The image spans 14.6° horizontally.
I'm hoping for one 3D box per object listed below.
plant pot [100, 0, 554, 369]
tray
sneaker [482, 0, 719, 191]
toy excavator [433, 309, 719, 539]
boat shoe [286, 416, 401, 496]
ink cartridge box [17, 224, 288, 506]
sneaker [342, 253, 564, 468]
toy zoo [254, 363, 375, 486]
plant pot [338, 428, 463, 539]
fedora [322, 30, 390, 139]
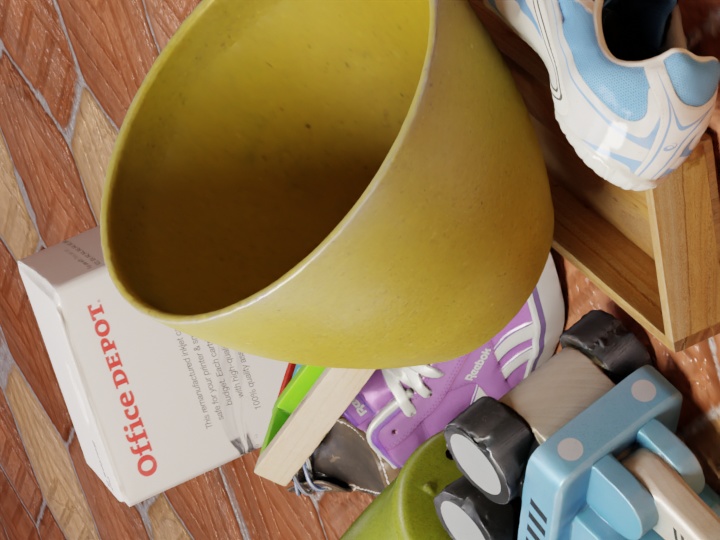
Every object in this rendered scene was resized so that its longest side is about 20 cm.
[{"bbox_3d":[0.004,-0.036,1.242,0.142,0.200,0.200,34,-174,-36],"label":"plant pot"},{"bbox_3d":[0.099,-0.054,1.271,0.200,0.037,0.099,44,152,51],"label":"tray"},{"bbox_3d":[0.095,-0.113,1.172,0.073,0.072,0.200,-53,39,22],"label":"sneaker"},{"bbox_3d":[0.140,0.111,1.300,0.200,0.100,0.195,43,155,23],"label":"toy excavator"},{"bbox_3d":[-0.020,0.115,1.801,0.200,0.072,0.072,20,132,68],"label":"boat shoe"},{"bbox_3d":[-0.084,0.028,1.658,0.084,0.199,0.146,31,142,63],"label":"ink cartridge box"},{"bbox_3d":[0.040,0.036,1.440,0.073,0.114,0.201,56,159,36],"label":"sneaker"},{"bbox_3d":[0.000,0.000,1.459,0.131,0.020,0.200,-54,15,50],"label":"toy zoo"},{"bbox_3d":[0.061,0.182,1.482,0.201,0.200,0.193,57,149,29],"label":"plant pot"},{"bbox_3d":[-0.003,-0.119,1.399,0.177,0.090,0.200,58,163,25],"label":"fedora"}]
